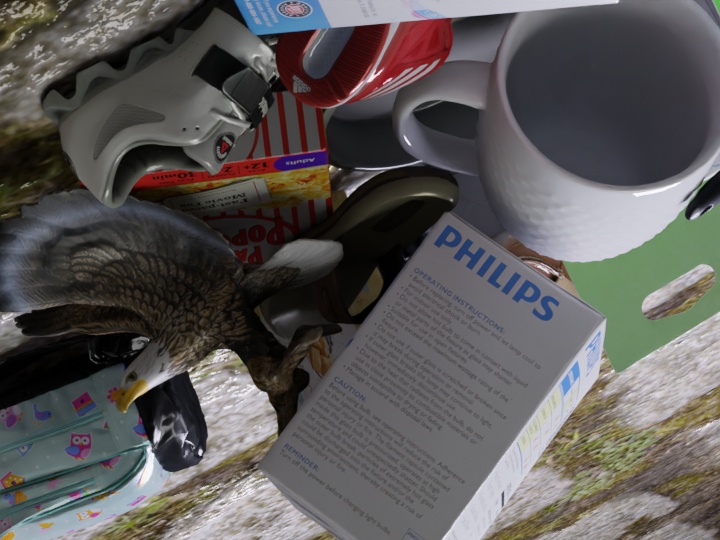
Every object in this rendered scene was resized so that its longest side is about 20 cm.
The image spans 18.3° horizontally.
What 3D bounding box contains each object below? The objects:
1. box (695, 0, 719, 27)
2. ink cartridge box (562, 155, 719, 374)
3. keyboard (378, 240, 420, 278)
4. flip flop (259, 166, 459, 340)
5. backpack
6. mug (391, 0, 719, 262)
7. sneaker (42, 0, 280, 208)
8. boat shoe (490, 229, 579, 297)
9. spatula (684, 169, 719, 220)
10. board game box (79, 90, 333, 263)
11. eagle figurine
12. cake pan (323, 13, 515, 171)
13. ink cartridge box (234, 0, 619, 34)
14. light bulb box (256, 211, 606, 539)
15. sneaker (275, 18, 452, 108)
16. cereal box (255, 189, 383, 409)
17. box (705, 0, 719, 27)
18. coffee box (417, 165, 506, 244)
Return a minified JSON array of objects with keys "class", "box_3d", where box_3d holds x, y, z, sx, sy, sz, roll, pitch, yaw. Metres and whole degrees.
[{"class":"box","box_3d":[0.255,-0.174,1.441,0.060,0.117,0.200,-28,161,-16]},{"class":"ink cartridge box","box_3d":[0.201,-0.046,1.574,0.145,0.201,0.048,-29,-171,-12]},{"class":"keyboard","box_3d":[0.023,0.029,1.706,0.040,0.104,0.200,-29,161,-15]},{"class":"flip flop","box_3d":[0.000,0.000,1.437,0.081,0.058,0.200,0,153,-37]},{"class":"backpack","box_3d":[-0.219,0.130,1.657,0.199,0.127,0.167,-21,163,0]},{"class":"mug","box_3d":[0.118,-0.087,1.399,0.199,0.148,0.175,9,159,-3]},{"class":"sneaker","box_3d":[-0.079,-0.103,1.291,0.199,0.089,0.074,-30,158,10]},{"class":"boat shoe","box_3d":[0.137,0.017,1.624,0.076,0.072,0.200,-35,156,21]},{"class":"spatula","box_3d":[0.261,-0.098,1.384,0.200,0.021,0.057,-48,169,-24]},{"class":"board game box","box_3d":[-0.093,-0.046,1.426,0.151,0.047,0.200,-8,159,-1]},{"class":"eagle figurine","box_3d":[-0.123,0.022,1.382,0.151,0.199,0.152,-35,151,-56]},{"class":"cake pan","box_3d":[0.056,-0.132,1.443,0.199,0.037,0.200,-22,160,-8]},{"class":"ink cartridge box","box_3d":[0.028,-0.188,1.109,0.199,0.085,0.145,-3,162,9]},{"class":"light bulb box","box_3d":[0.051,0.094,1.438,0.200,0.125,0.198,-53,169,-8]},{"class":"sneaker","box_3d":[0.036,-0.177,1.257,0.200,0.078,0.115,-46,169,15]},{"class":"cereal box","box_3d":[-0.025,0.050,1.653,0.039,0.144,0.200,-15,157,-21]},{"class":"box","box_3d":[0.196,-0.220,1.180,0.096,0.177,0.200,-29,160,10]},{"class":"coffee box","box_3d":[0.091,-0.016,1.710,0.113,0.080,0.200,-21,159,-11]}]
